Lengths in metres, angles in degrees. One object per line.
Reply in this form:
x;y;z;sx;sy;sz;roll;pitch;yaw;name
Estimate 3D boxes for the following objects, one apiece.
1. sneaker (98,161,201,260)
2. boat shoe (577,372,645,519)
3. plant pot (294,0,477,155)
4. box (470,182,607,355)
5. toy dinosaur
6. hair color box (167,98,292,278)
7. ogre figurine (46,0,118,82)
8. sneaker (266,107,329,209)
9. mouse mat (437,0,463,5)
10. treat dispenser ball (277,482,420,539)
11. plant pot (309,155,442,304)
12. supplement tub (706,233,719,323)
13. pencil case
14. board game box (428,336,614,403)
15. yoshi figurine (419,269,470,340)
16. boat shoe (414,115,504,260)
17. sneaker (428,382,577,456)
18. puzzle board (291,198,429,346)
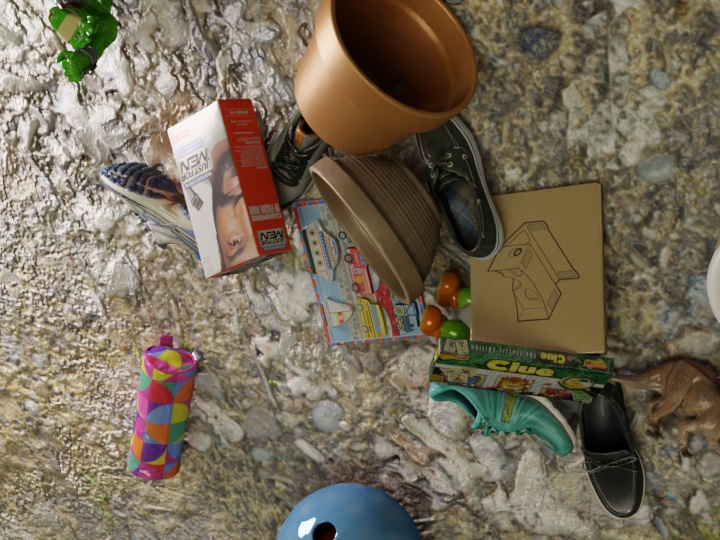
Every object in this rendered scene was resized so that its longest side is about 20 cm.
-0.270;-0.073;1.627;0.199;0.077;0.086;29;122;11;sneaker
0.306;0.222;1.501;0.074;0.062;0.202;-5;109;22;boat shoe
0.015;-0.225;1.392;0.200;0.200;0.140;50;135;-1;plant pot
0.205;0.004;1.423;0.162;0.021;0.202;-5;74;24;box
0.401;0.144;1.425;0.199;0.086;0.137;31;109;28;toy dinosaur
-0.166;-0.103;1.533;0.110;0.064;0.202;-21;83;42;hair color box
-0.354;-0.351;1.530;0.098;0.120;0.201;-22;101;24;ogre figurine
-0.076;-0.155;1.511;0.074;0.079;0.201;37;120;4;sneaker
0.043;-0.407;1.407;0.198;0.008;0.162;17;115;15;mouse mat
-0.015;0.385;1.618;0.199;0.201;0.203;8;112;20;treat dispenser ball
0.033;-0.066;1.444;0.092;0.201;0.202;-35;94;-6;plant pot
0.445;-0.011;1.275;0.143;0.200;0.146;8;112;20;supplement tub
-0.282;0.200;1.732;0.088;0.088;0.202;20;114;15;pencil case
0.182;0.116;1.404;0.198;0.024;0.105;7;152;-1;board game box
0.177;0.071;1.475;0.199;0.112;0.113;25;110;9;yoshi figurine
0.111;-0.108;1.433;0.068;0.056;0.201;-29;77;27;boat shoe
0.176;0.179;1.520;0.199;0.080;0.078;29;151;16;sneaker
0.000;0.000;1.572;0.149;0.017;0.202;-7;106;25;puzzle board
